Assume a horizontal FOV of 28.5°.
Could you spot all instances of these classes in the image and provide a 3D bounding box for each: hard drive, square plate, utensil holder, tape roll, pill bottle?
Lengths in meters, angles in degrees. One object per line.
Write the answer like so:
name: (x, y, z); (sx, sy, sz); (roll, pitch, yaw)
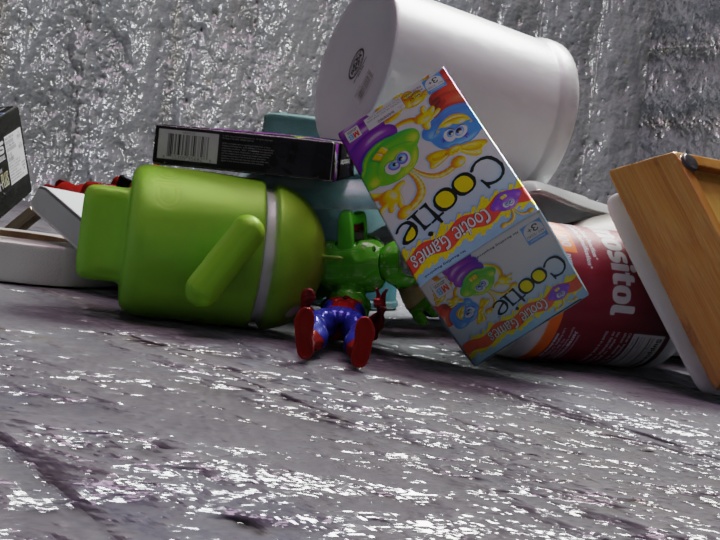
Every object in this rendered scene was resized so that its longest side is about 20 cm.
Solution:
hard drive: (-0.195, -0.024, 1.315); (0.132, 0.026, 0.200); (38, 13, 26)
square plate: (0.130, -0.044, 1.362); (0.199, 0.029, 0.198); (-16, -14, 33)
utensil holder: (0.078, -0.166, 1.348); (0.199, 0.171, 0.170); (16, -1, -26)
tape roll: (-0.320, -0.016, 1.313); (0.201, 0.037, 0.203); (7, 4, 0)
pill bottle: (0.201, 0.022, 1.181); (0.199, 0.114, 0.113); (6, 4, -27)

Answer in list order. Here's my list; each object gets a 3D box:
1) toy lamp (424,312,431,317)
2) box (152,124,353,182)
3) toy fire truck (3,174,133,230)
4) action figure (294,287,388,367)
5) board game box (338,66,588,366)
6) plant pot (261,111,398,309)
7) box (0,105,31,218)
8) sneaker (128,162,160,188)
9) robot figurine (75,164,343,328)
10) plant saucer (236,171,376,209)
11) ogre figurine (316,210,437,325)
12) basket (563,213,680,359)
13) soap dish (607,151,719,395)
toy lamp: (0.121, 0.031, 1.352); (0.058, 0.059, 0.200); (6, 4, -31)
box: (-0.082, -0.099, 1.184); (0.142, 0.036, 0.200); (6, 4, 4)
toy fire truck: (-0.290, -0.055, 1.554); (0.199, 0.130, 0.176); (20, 7, 22)
action figure: (-0.014, 0.037, 1.042); (0.065, 0.052, 0.200); (4, 1, 1)
board game box: (0.075, -0.046, 1.087); (0.103, 0.104, 0.200); (53, 7, -42)
plant pot: (-0.047, -0.067, 1.506); (0.198, 0.190, 0.200); (7, 3, 0)
box: (-0.393, -0.082, 1.238); (0.162, 0.087, 0.200); (-6, 15, 3)
sneaker: (-0.142, -0.030, 1.235); (0.112, 0.072, 0.200); (28, 4, -35)
robot figurine: (-0.117, -0.017, 1.098); (0.198, 0.117, 0.175); (7, -5, -12)
plant saucer: (-0.030, -0.076, 1.318); (0.198, 0.028, 0.200); (2, 6, 0)
ogre figurine: (0.000, 0.000, 1.274); (0.199, 0.099, 0.120); (19, -3, 21)
basket: (0.279, 0.008, 1.328); (0.198, 0.182, 0.136); (-2, -12, -15)
soap dish: (0.294, 0.000, 1.117); (0.157, 0.201, 0.081); (6, -37, -41)
